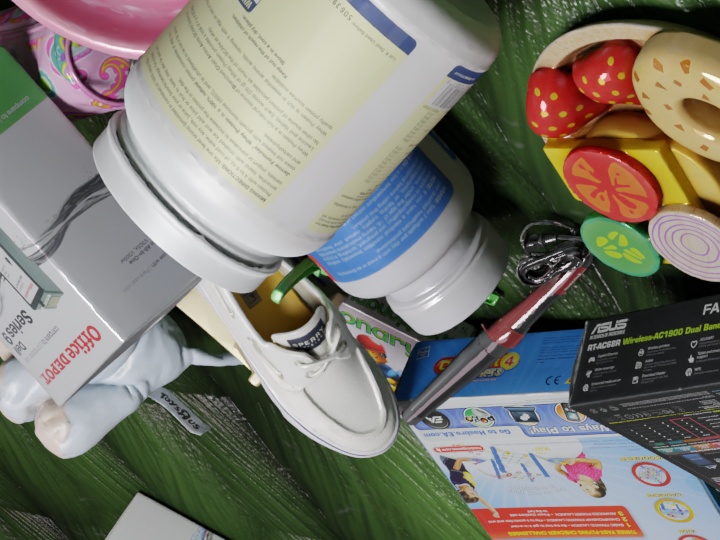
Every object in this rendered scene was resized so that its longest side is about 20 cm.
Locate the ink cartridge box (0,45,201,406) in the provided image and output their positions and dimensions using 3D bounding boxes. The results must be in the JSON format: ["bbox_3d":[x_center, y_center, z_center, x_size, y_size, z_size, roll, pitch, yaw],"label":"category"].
[{"bbox_3d":[-0.217,-0.026,1.419,0.200,0.084,0.146,48,148,-1],"label":"ink cartridge box"}]

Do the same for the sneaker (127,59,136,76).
[{"bbox_3d":[-0.071,-0.095,1.397,0.090,0.076,0.200,-4,145,40],"label":"sneaker"}]

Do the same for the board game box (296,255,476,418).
[{"bbox_3d":[-0.012,0.042,1.583,0.199,0.035,0.127,26,151,13],"label":"board game box"}]

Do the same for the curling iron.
[{"bbox_3d":[0.085,0.036,1.397,0.049,0.026,0.200,29,128,-14],"label":"curling iron"}]

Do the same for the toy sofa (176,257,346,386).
[{"bbox_3d":[-0.110,-0.016,1.512,0.200,0.083,0.098,40,-170,4],"label":"toy sofa"}]

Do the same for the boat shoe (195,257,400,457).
[{"bbox_3d":[-0.040,0.045,1.415,0.201,0.071,0.070,53,167,-10],"label":"boat shoe"}]

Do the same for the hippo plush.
[{"bbox_3d":[-0.208,0.048,1.664,0.199,0.160,0.161,25,153,14],"label":"hippo plush"}]

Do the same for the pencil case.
[{"bbox_3d":[-0.219,-0.141,1.448,0.199,0.088,0.088,-1,138,49],"label":"pencil case"}]

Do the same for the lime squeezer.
[{"bbox_3d":[0.000,0.000,1.416,0.038,0.199,0.071,-46,58,35],"label":"lime squeezer"}]

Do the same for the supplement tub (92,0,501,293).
[{"bbox_3d":[-0.037,-0.101,1.163,0.145,0.145,0.200,40,107,-15],"label":"supplement tub"}]

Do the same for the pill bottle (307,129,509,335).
[{"bbox_3d":[0.000,-0.054,1.329,0.200,0.113,0.112,46,150,-22],"label":"pill bottle"}]

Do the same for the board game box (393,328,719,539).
[{"bbox_3d":[0.154,0.126,1.484,0.199,0.056,0.196,-5,136,34],"label":"board game box"}]

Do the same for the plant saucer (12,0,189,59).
[{"bbox_3d":[-0.127,-0.209,1.222,0.198,0.051,0.202,7,138,6],"label":"plant saucer"}]

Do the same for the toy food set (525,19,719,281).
[{"bbox_3d":[0.182,-0.062,1.196,0.199,0.049,0.198,3,140,44],"label":"toy food set"}]

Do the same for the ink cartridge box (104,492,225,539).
[{"bbox_3d":[-0.174,0.348,2.132,0.199,0.145,0.148,27,152,11],"label":"ink cartridge box"}]

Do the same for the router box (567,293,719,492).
[{"bbox_3d":[0.246,0.072,1.279,0.149,0.063,0.199,30,154,-32],"label":"router box"}]
